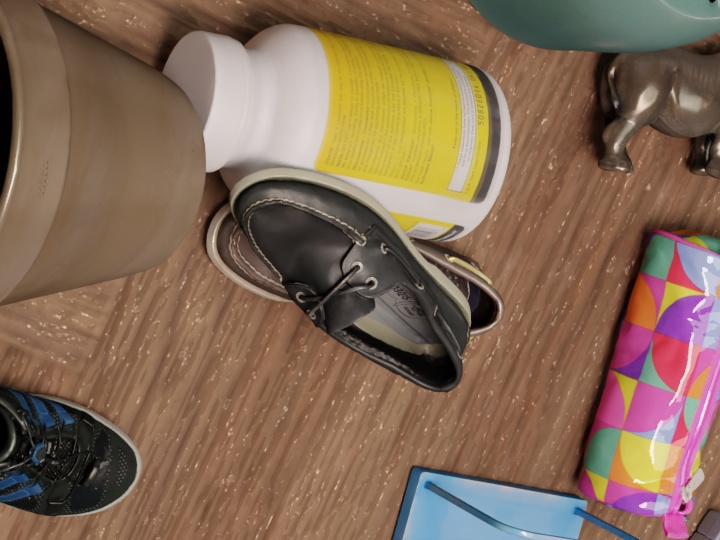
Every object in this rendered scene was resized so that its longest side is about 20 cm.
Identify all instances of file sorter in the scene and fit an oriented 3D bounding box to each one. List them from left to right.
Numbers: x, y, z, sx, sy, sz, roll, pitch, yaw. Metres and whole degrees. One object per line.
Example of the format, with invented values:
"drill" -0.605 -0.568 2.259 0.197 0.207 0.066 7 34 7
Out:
"file sorter" 0.093 0.251 1.601 0.138 0.123 0.201 13 96 -30

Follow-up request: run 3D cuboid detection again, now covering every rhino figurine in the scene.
"rhino figurine" 0.238 -0.106 1.631 0.199 0.060 0.088 2 96 -31

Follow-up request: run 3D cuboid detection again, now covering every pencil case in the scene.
"pencil case" 0.211 0.073 1.646 0.088 0.088 0.201 10 96 -30

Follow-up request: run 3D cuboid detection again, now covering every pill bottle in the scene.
"pill bottle" -0.018 -0.086 1.466 0.199 0.112 0.112 10 97 -30

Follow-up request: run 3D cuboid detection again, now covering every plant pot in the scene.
"plant pot" -0.185 -0.064 1.350 0.173 0.200 0.201 6 99 -45
"plant pot" 0.174 -0.225 1.509 0.200 0.161 0.201 -7 106 -27

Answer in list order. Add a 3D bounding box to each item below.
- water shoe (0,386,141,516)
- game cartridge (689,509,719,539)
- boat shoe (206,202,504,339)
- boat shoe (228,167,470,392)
"water shoe" -0.209 0.105 1.426 0.199 0.079 0.072 21 91 -31
"game cartridge" 0.289 0.273 1.765 0.200 0.038 0.130 38 87 -30
"boat shoe" 0.000 0.000 1.526 0.199 0.059 0.072 17 94 -31
"boat shoe" -0.003 0.013 1.439 0.074 0.066 0.199 -25 136 23
